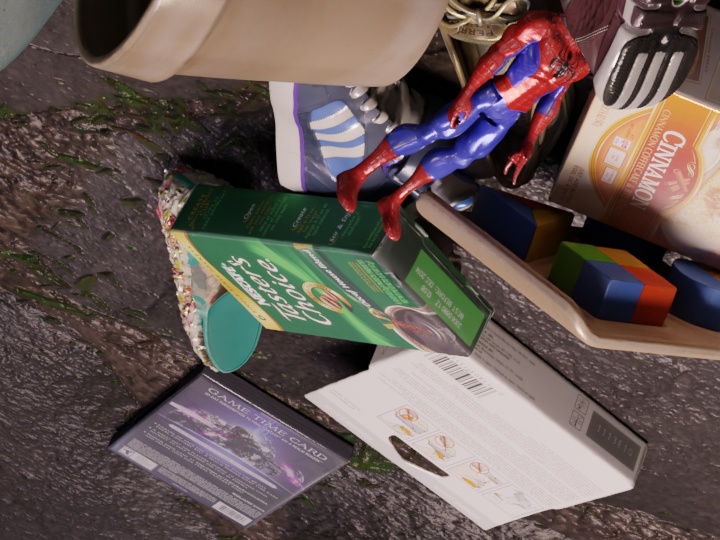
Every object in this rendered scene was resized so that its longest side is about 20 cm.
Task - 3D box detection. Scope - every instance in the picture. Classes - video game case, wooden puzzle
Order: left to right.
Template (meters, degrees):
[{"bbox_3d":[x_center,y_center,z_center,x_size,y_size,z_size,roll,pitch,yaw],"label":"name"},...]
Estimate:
[{"bbox_3d":[-0.109,0.146,2.129,0.142,0.019,0.200,32,147,-14],"label":"video game case"},{"bbox_3d":[0.157,-0.001,1.586,0.199,0.047,0.185,12,-163,-37],"label":"wooden puzzle"}]

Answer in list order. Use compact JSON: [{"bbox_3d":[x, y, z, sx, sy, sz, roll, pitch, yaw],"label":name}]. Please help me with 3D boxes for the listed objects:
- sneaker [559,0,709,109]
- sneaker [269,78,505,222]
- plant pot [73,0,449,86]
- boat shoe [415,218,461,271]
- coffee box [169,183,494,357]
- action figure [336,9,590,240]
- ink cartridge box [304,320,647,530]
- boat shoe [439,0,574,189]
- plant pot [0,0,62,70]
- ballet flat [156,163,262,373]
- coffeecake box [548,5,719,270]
[{"bbox_3d":[0.153,-0.196,1.402,0.075,0.116,0.201,0,129,-34],"label":"sneaker"},{"bbox_3d":[0.023,-0.105,1.618,0.146,0.081,0.201,12,145,8],"label":"sneaker"},{"bbox_3d":[-0.045,-0.186,1.457,0.173,0.201,0.200,16,153,-24],"label":"plant pot"},{"bbox_3d":[0.000,0.000,1.817,0.067,0.057,0.199,1,170,-39],"label":"boat shoe"},{"bbox_3d":[-0.021,0.000,1.707,0.199,0.044,0.123,8,151,44],"label":"coffee box"},{"bbox_3d":[0.075,-0.092,1.517,0.065,0.052,0.200,34,118,-33],"label":"action figure"},{"bbox_3d":[0.085,0.111,1.926,0.200,0.044,0.173,38,146,-22],"label":"ink cartridge box"},{"bbox_3d":[0.082,-0.133,1.543,0.073,0.063,0.201,10,146,20],"label":"boat shoe"},{"bbox_3d":[-0.277,-0.211,1.532,0.195,0.201,0.197,18,149,7],"label":"plant pot"},{"bbox_3d":[-0.109,-0.007,1.870,0.064,0.075,0.201,43,154,29],"label":"ballet flat"},{"bbox_3d":[0.229,-0.068,1.533,0.199,0.073,0.154,22,149,2],"label":"coffeecake box"}]
